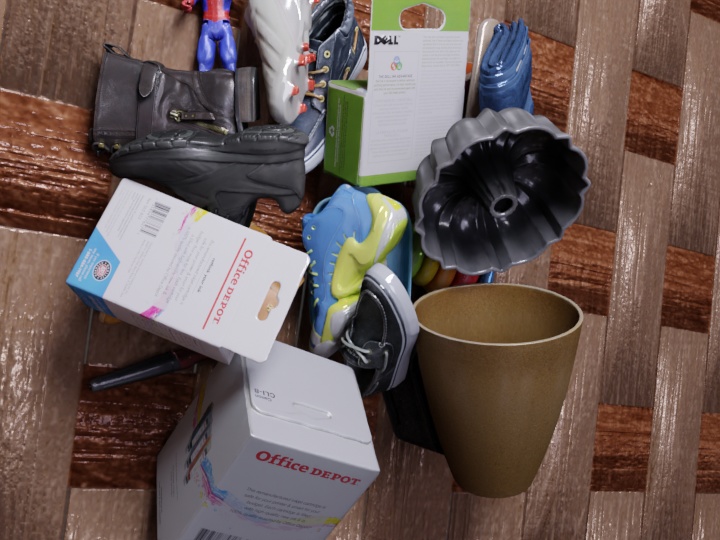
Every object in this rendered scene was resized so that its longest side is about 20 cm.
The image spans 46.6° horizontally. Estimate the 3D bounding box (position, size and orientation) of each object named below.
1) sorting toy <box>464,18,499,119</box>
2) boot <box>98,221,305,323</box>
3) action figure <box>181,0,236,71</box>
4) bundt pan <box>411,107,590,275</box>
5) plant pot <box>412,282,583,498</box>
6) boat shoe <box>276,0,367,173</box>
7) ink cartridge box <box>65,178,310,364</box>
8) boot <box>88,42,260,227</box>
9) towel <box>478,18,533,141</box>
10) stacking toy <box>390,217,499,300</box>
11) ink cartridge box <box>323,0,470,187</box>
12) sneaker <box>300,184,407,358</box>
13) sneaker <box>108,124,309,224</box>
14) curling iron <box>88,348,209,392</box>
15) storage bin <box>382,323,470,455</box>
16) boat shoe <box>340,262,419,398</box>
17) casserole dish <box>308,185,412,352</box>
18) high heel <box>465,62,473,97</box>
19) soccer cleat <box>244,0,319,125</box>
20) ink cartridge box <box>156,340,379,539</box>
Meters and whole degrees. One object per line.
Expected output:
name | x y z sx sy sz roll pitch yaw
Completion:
sorting toy | 0.159 -0.192 1.052 0.200 0.036 0.189 15 83 -70
boot | -0.158 0.028 0.879 0.144 0.071 0.201 46 60 -2
action figure | -0.154 -0.252 0.880 0.064 0.099 0.204 -2 88 -3
bundt pan | 0.146 -0.094 0.918 0.198 0.077 0.204 -9 135 -9
plant pot | 0.147 0.139 0.925 0.184 0.185 0.204 -11 109 -30
boat shoe | -0.055 -0.210 0.936 0.091 0.070 0.203 65 44 -63
ink cartridge box | -0.155 0.009 0.787 0.197 0.068 0.117 22 70 6
boot | -0.191 -0.126 0.861 0.170 0.069 0.204 2 93 -2
towel | 0.173 -0.176 0.974 0.202 0.048 0.113 77 29 -45
stacking toy | 0.064 -0.027 1.021 0.196 0.116 0.112 14 81 -18
ink cartridge box | 0.042 -0.205 0.921 0.146 0.075 0.204 -11 114 -35
sneaker | -0.028 -0.004 0.926 0.202 0.104 0.076 -62 164 17
sneaker | -0.145 -0.089 0.797 0.196 0.076 0.093 1 109 10
curling iron | -0.191 0.093 0.893 0.197 0.049 0.026 -13 85 -27
storage bin | 0.130 0.126 1.055 0.198 0.093 0.138 -24 102 -29
boat shoe | 0.015 0.078 0.888 0.070 0.072 0.202 -33 145 -23
casserole dish | 0.000 0.000 0.971 0.118 0.039 0.204 2 106 2
high heel | 0.088 -0.197 1.062 0.198 0.067 0.098 -30 134 -31
soccer cleat | -0.087 -0.245 0.878 0.076 0.069 0.204 1 72 9
ink cartridge box | -0.099 0.192 0.838 0.144 0.146 0.201 22 120 -28
